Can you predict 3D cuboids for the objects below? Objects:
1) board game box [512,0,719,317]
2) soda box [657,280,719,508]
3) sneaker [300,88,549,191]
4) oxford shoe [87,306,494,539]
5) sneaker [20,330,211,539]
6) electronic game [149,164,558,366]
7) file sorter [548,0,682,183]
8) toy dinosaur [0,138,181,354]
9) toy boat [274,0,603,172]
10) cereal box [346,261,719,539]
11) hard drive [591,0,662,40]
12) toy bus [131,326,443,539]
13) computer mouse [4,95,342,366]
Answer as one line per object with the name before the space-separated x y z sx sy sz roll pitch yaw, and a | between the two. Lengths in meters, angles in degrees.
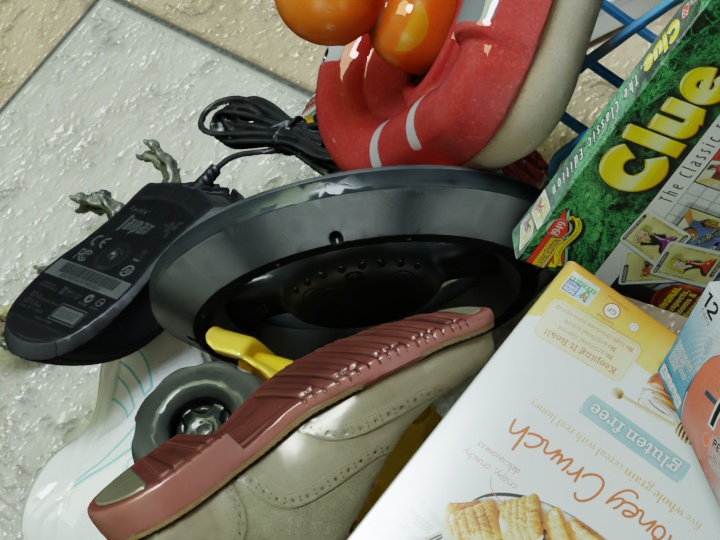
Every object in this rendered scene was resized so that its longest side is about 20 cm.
board game box | 0.157 -0.059 1.130 0.024 0.104 0.200 -89 24 -45
soda box | 0.192 0.096 1.063 0.068 0.064 0.200 -4 52 -24
sneaker | 0.034 -0.058 1.359 0.082 0.078 0.200 -49 33 -2
oxford shoe | -0.019 0.081 1.133 0.200 0.075 0.070 -30 11 -18
sneaker | -0.100 0.076 1.351 0.080 0.071 0.201 10 63 23
electronic game | 0.000 0.000 1.238 0.199 0.200 0.042 -19 65 23
file sorter | 0.168 -0.113 1.242 0.123 0.139 0.201 -35 37 38
toy dinosaur | -0.124 -0.017 1.455 0.199 0.047 0.088 -23 59 19
toy boat | 0.021 -0.113 1.214 0.200 0.130 0.131 -28 41 69
cereal box | 0.087 0.113 1.125 0.144 0.040 0.200 35 70 10
hard drive | 0.132 -0.183 1.421 0.199 0.026 0.132 -25 44 17
toy bus | -0.015 0.147 1.189 0.191 0.136 0.201 13 64 24
computer mouse | -0.075 -0.006 1.317 0.140 0.046 0.200 12 50 43
